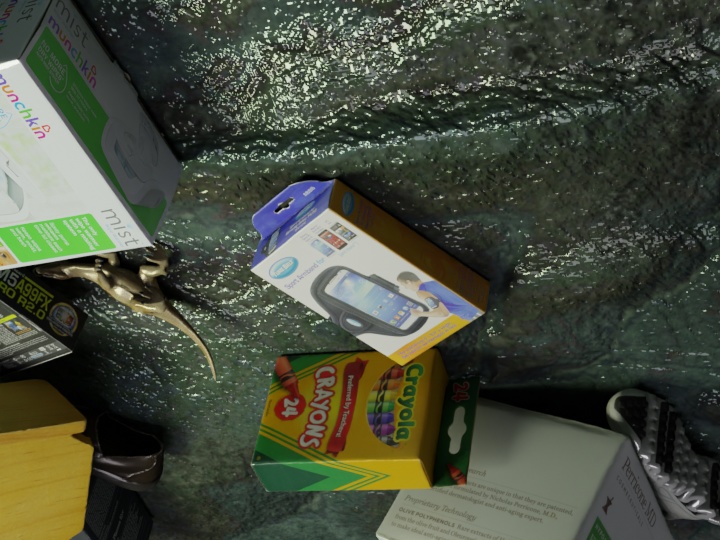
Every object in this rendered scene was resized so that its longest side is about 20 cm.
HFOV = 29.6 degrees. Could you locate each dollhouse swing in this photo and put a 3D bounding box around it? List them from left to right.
[{"bbox_3d":[-0.385,0.173,1.379,0.180,0.176,0.201,-7,132,-26],"label":"dollhouse swing"}]

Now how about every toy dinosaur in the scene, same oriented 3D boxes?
[{"bbox_3d":[-0.201,0.021,1.262,0.199,0.059,0.101,29,153,-7],"label":"toy dinosaur"}]

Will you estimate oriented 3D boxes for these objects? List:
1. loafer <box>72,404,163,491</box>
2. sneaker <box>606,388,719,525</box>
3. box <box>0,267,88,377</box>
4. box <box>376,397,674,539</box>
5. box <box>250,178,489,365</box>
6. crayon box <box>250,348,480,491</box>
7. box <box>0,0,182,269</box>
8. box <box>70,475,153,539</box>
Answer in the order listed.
[{"bbox_3d":[-0.295,0.169,1.442,0.198,0.073,0.071,18,135,-19],"label":"loafer"},{"bbox_3d":[0.281,0.185,1.301,0.081,0.076,0.200,-13,134,40],"label":"sneaker"},{"bbox_3d":[-0.379,0.037,1.302,0.199,0.045,0.160,-19,130,43],"label":"box"},{"bbox_3d":[0.162,0.256,1.294,0.199,0.172,0.200,10,145,37],"label":"box"},{"bbox_3d":[0.000,0.000,1.182,0.199,0.042,0.119,31,137,-23],"label":"box"},{"bbox_3d":[0.007,0.139,1.274,0.198,0.128,0.051,-5,138,18],"label":"crayon box"},{"bbox_3d":[-0.268,-0.108,1.086,0.175,0.097,0.201,-6,136,25],"label":"box"},{"bbox_3d":[-0.366,0.278,1.552,0.198,0.105,0.183,-2,138,17],"label":"box"}]
